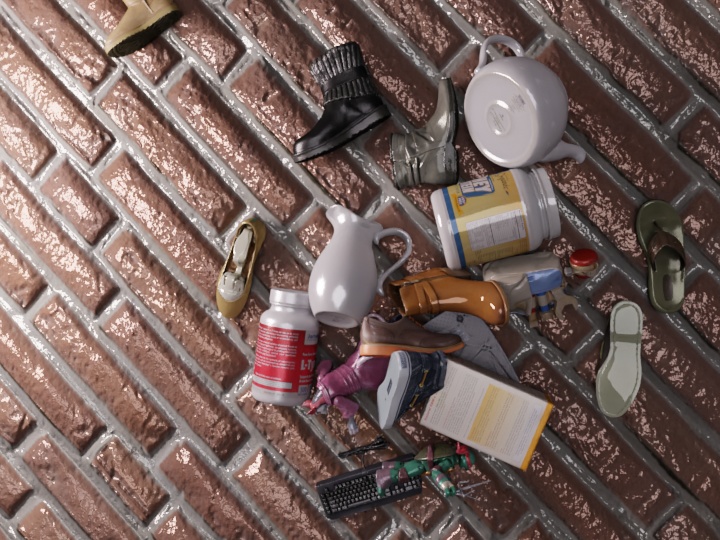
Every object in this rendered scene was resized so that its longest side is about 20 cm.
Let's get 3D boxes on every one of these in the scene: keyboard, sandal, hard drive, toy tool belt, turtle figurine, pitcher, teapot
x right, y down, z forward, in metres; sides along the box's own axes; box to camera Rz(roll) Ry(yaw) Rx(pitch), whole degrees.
[{"bbox_3d":[0.011,0.386,1.275,0.198,0.021,0.128,-19,88,7],"label":"keyboard"},{"bbox_3d":[0.535,-0.026,1.181,0.079,0.057,0.203,-10,89,8],"label":"sandal"},{"bbox_3d":[0.194,0.166,1.237,0.134,0.042,0.201,-33,87,7],"label":"hard drive"},{"bbox_3d":[0.319,0.035,1.195,0.198,0.125,0.124,-10,120,11],"label":"toy tool belt"},{"bbox_3d":[0.132,0.355,1.191,0.198,0.150,0.102,-10,68,13],"label":"turtle figurine"},{"bbox_3d":[0.000,0.000,1.215,0.170,0.121,0.202,12,67,0],"label":"pitcher"},{"bbox_3d":[0.284,-0.286,1.171,0.145,0.197,0.202,-29,130,-28],"label":"teapot"}]

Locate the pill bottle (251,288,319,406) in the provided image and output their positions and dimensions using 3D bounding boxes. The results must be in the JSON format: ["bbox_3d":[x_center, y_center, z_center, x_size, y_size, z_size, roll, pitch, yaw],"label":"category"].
[{"bbox_3d":[-0.135,0.138,1.246,0.111,0.112,0.203,7,92,8],"label":"pill bottle"}]

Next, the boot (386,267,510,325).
[{"bbox_3d":[0.146,0.048,1.144,0.154,0.200,0.077,-9,119,-22],"label":"boot"}]

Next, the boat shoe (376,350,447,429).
[{"bbox_3d":[0.086,0.207,1.150,0.090,0.201,0.071,-1,50,-14],"label":"boat shoe"}]

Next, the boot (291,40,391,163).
[{"bbox_3d":[-0.062,-0.306,1.247,0.210,0.079,0.159,-30,93,-4],"label":"boot"}]

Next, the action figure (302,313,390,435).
[{"bbox_3d":[-0.015,0.196,1.209,0.199,0.149,0.134,-33,67,-21],"label":"action figure"}]

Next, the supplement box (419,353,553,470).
[{"bbox_3d":[0.215,0.241,1.175,0.198,0.074,0.127,23,96,7],"label":"supplement box"}]

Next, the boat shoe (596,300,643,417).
[{"bbox_3d":[0.459,0.154,1.191,0.071,0.060,0.204,10,92,19],"label":"boat shoe"}]

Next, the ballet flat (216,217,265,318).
[{"bbox_3d":[-0.236,-0.005,1.283,0.068,0.063,0.202,17,93,8],"label":"ballet flat"}]

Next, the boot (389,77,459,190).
[{"bbox_3d":[0.113,-0.249,1.236,0.129,0.068,0.203,0,89,13],"label":"boot"}]

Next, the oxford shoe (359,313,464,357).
[{"bbox_3d":[0.093,0.110,1.162,0.198,0.071,0.074,3,79,-27],"label":"oxford shoe"}]

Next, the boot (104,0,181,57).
[{"bbox_3d":[-0.463,-0.537,1.313,0.174,0.066,0.201,-34,87,-6],"label":"boot"}]

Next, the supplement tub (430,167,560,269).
[{"bbox_3d":[0.232,-0.093,1.178,0.198,0.145,0.146,-15,88,7],"label":"supplement tub"}]
